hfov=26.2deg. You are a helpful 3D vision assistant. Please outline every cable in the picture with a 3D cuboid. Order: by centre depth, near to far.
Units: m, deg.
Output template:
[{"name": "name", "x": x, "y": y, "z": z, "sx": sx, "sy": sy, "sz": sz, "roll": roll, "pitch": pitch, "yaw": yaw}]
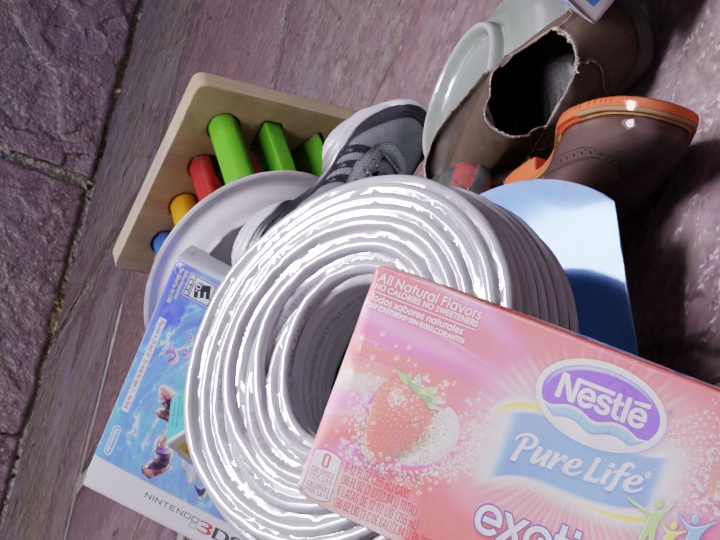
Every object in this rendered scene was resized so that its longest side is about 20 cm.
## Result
[{"name": "cable", "x": 0.005, "y": 0.048, "z": 0.740, "sx": 0.201, "sy": 0.069, "sz": 0.200, "roll": -56, "pitch": 45, "yaw": 4}]

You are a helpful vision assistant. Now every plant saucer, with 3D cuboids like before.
[{"name": "plant saucer", "x": 0.088, "y": -0.116, "z": 1.086, "sx": 0.201, "sy": 0.050, "sz": 0.201, "roll": -90, "pitch": 26, "yaw": -47}]

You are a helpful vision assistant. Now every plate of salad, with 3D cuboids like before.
[{"name": "plate of salad", "x": -0.082, "y": 0.011, "z": 1.227, "sx": 0.048, "sy": 0.198, "sz": 0.202, "roll": 42, "pitch": 112, "yaw": 51}]

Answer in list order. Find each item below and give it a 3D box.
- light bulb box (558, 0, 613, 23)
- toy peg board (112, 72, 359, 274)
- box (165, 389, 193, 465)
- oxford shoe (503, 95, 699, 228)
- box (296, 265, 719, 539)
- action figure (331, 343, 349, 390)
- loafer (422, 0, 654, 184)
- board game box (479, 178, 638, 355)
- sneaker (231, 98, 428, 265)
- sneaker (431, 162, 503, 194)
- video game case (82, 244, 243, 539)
[{"name": "light bulb box", "x": 0.134, "y": -0.277, "z": 0.909, "sx": 0.200, "sy": 0.124, "sz": 0.198, "roll": -49, "pitch": 21, "yaw": 9}, {"name": "toy peg board", "x": -0.078, "y": -0.039, "z": 1.300, "sx": 0.200, "sy": 0.198, "sz": 0.098, "roll": -59, "pitch": 35, "yaw": 32}, {"name": "box", "x": -0.035, "y": 0.080, "z": 1.070, "sx": 0.199, "sy": 0.082, "sz": 0.049, "roll": -33, "pitch": 32, "yaw": 22}, {"name": "oxford shoe", "x": 0.129, "y": -0.037, "z": 0.849, "sx": 0.200, "sy": 0.070, "sz": 0.073, "roll": 126, "pitch": 155, "yaw": -69}, {"name": "box", "x": 0.091, "y": 0.078, "z": 0.579, "sx": 0.102, "sy": 0.198, "sz": 0.096, "roll": 18, "pitch": -88, "yaw": -66}, {"name": "action figure", "x": 0.015, "y": 0.079, "z": 0.800, "sx": 0.199, "sy": 0.054, "sz": 0.119, "roll": 29, "pitch": 96, "yaw": 40}, {"name": "loafer", "x": 0.093, "y": -0.102, "z": 0.957, "sx": 0.200, "sy": 0.070, "sz": 0.074, "roll": -47, "pitch": 65, "yaw": 44}, {"name": "board game box", "x": 0.085, "y": 0.055, "z": 0.814, "sx": 0.157, "sy": 0.039, "sz": 0.202, "roll": -23, "pitch": 59, "yaw": 34}, {"name": "sneaker", "x": 0.006, "y": -0.048, "z": 1.107, "sx": 0.200, "sy": 0.076, "sz": 0.113, "roll": -45, "pitch": 29, "yaw": -23}, {"name": "sneaker", "x": 0.000, "y": 0.000, "z": 0.955, "sx": 0.201, "sy": 0.098, "sz": 0.071, "roll": -48, "pitch": 7, "yaw": 12}, {"name": "video game case", "x": -0.090, "y": 0.112, "z": 1.163, "sx": 0.045, "sy": 0.180, "sz": 0.202, "roll": -60, "pitch": -5, "yaw": -73}]
